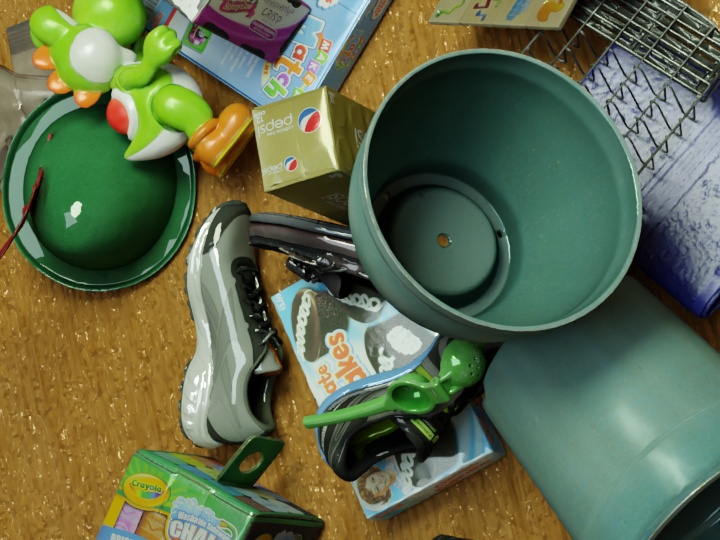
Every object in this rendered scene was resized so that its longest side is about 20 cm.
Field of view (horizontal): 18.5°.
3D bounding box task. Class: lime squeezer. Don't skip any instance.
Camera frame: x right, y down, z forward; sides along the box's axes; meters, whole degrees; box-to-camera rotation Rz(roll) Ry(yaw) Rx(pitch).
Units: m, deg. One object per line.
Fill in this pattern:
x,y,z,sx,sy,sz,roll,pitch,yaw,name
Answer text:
0.046,0.069,1.597,0.200,0.038,0.071,-37,51,5,lime squeezer

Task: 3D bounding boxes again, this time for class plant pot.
0.075,-0.036,1.531,0.200,0.134,0.200,6,71,-18,plant pot
0.200,0.119,1.570,0.200,0.200,0.196,-48,57,12,plant pot

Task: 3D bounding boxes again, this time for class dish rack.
0.173,-0.121,1.632,0.153,0.055,0.200,36,82,23,dish rack

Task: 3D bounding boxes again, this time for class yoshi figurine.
-0.171,-0.169,1.804,0.200,0.112,0.112,34,124,3,yoshi figurine

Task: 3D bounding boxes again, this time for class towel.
0.235,-0.075,1.656,0.200,0.050,0.148,43,94,25,towel

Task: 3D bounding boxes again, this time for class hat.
-0.231,-0.053,1.774,0.166,0.176,0.200,10,94,6,hat

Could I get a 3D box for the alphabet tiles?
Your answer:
0.139,-0.251,1.692,0.200,0.006,0.166,9,61,45,alphabet tiles

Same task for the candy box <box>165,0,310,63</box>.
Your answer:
-0.151,-0.256,1.776,0.200,0.136,0.061,38,98,26,candy box

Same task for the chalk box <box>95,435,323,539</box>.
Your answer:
-0.123,0.216,1.737,0.124,0.125,0.200,25,92,26,chalk box

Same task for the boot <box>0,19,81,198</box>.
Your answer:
-0.315,-0.125,1.913,0.200,0.070,0.146,-23,75,21,boot

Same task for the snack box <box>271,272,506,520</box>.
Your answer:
0.020,0.082,1.735,0.116,0.037,0.200,-30,70,17,snack box

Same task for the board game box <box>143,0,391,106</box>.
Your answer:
-0.082,-0.225,1.834,0.200,0.037,0.151,35,98,27,board game box

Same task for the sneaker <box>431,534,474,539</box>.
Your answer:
0.042,0.290,1.682,0.100,0.070,0.200,32,92,33,sneaker

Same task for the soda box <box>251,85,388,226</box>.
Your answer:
-0.006,-0.079,1.683,0.064,0.200,0.068,-16,75,23,soda box

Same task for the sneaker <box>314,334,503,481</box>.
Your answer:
0.057,0.097,1.647,0.200,0.071,0.083,-31,40,16,sneaker

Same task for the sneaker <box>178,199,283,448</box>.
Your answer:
-0.095,0.043,1.779,0.079,0.074,0.200,-1,88,28,sneaker

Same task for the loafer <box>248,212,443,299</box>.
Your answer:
0.000,0.000,1.702,0.200,0.072,0.063,12,88,21,loafer

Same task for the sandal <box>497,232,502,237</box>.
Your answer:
0.119,-0.045,1.684,0.200,0.082,0.055,40,100,24,sandal
